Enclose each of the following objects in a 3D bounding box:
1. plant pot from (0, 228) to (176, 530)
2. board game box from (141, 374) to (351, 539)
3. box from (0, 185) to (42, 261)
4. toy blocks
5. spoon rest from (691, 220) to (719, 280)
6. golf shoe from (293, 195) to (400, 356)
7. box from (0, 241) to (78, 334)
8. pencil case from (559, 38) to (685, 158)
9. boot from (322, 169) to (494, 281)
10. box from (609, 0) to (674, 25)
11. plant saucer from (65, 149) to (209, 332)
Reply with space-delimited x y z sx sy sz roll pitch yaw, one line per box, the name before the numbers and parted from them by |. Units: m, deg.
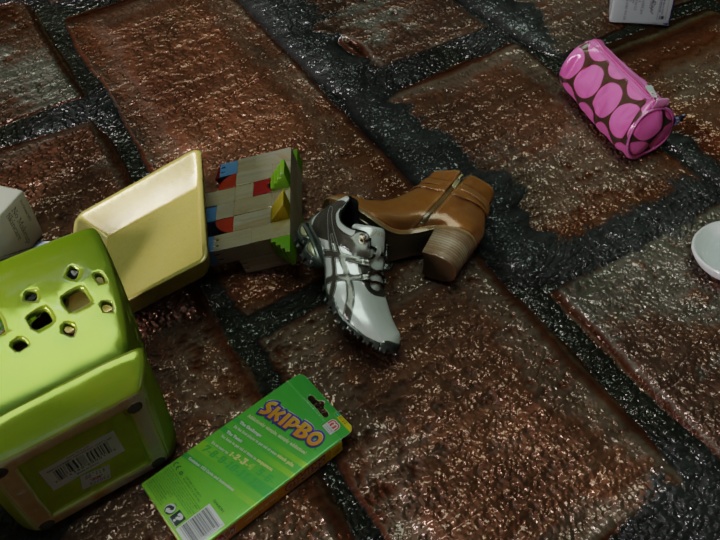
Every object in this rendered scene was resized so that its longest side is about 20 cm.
plant pot | -0.293 0.116 0.760 0.197 0.201 0.182 -26 56 -20
board game box | -0.109 0.191 0.789 0.199 0.030 0.095 -35 55 -22
box | -0.482 -0.011 0.963 0.067 0.083 0.202 11 50 15
toy blocks | -0.144 -0.073 1.000 0.134 0.101 0.203 -11 50 10
spoon rest | 0.478 0.001 0.902 0.099 0.061 0.199 -37 56 -27
golf shoe | 0.000 0.000 0.890 0.094 0.077 0.201 -43 62 18
box | -0.406 0.046 0.897 0.109 0.035 0.201 0 43 44
pencil case | 0.363 -0.252 1.121 0.089 0.095 0.201 -17 48 -12
boot | 0.065 -0.083 0.994 0.197 0.077 0.156 19 52 17
box | 0.484 -0.548 1.323 0.103 0.186 0.202 7 48 12
plant saucer | -0.259 -0.029 0.953 0.197 0.049 0.202 -25 46 12
